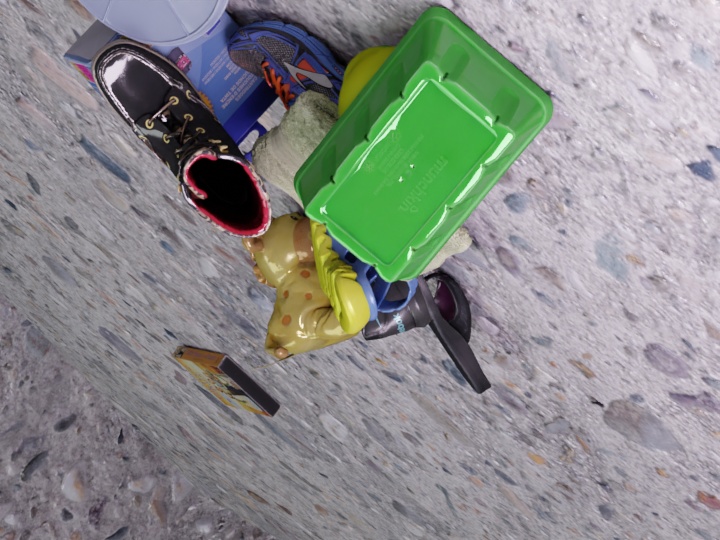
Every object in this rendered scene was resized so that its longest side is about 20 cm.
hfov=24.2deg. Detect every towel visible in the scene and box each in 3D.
[{"bbox_3d":[-0.001,-0.070,1.504,0.200,0.037,0.148,41,150,-7],"label":"towel"}]

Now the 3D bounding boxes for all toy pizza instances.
[{"bbox_3d":[-0.194,-0.294,1.479,0.198,0.032,0.202,17,130,21],"label":"toy pizza"}]

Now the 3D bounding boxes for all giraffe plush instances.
[{"bbox_3d":[-0.057,0.005,1.920,0.173,0.198,0.164,82,169,-86],"label":"giraffe plush"}]

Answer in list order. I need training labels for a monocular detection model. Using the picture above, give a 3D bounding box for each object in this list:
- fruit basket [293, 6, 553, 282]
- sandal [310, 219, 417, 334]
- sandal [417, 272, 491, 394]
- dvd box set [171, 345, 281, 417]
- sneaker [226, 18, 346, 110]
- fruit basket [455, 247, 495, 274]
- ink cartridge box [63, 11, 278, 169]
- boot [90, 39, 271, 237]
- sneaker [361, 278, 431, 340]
[{"bbox_3d":[0.043,-0.110,1.372,0.155,0.216,0.216,39,163,-5],"label":"fruit basket"},{"bbox_3d":[0.001,-0.005,1.715,0.200,0.086,0.080,-117,15,-55],"label":"sandal"},{"bbox_3d":[0.099,0.049,1.841,0.201,0.048,0.075,58,175,-35],"label":"sandal"},{"bbox_3d":[-0.239,0.195,2.958,0.146,0.029,0.199,45,161,-25],"label":"dvd box set"},{"bbox_3d":[-0.047,-0.164,1.535,0.199,0.079,0.076,30,161,23],"label":"sneaker"},{"bbox_3d":[0.028,-0.073,1.654,0.184,0.094,0.200,24,175,38],"label":"fruit basket"},{"bbox_3d":[-0.167,-0.183,1.627,0.200,0.137,0.076,48,167,-33],"label":"ink cartridge box"},{"bbox_3d":[-0.157,-0.116,1.513,0.200,0.073,0.151,51,-179,-25],"label":"boot"},{"bbox_3d":[0.000,0.000,1.796,0.200,0.079,0.076,53,169,46],"label":"sneaker"}]
